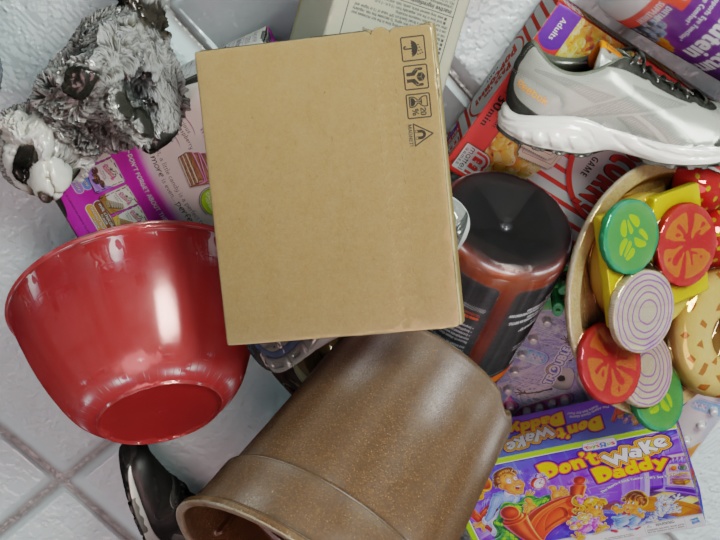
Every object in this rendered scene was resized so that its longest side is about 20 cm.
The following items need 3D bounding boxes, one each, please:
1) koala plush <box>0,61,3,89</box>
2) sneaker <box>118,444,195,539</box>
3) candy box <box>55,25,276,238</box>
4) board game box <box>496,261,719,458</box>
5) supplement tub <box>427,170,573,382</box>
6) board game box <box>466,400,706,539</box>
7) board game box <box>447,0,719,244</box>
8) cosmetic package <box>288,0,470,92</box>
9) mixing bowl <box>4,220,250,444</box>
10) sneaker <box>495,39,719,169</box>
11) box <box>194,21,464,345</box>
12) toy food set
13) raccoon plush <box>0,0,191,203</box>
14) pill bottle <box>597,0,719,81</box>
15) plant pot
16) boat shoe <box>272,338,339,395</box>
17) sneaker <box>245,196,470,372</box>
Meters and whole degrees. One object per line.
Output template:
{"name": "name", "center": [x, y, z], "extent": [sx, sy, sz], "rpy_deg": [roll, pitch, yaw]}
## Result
{"name": "koala plush", "center": [-0.330, -0.201, 0.856], "extent": [0.183, 0.177, 0.201], "rpy_deg": [4, 100, 17]}
{"name": "sneaker", "center": [-0.148, 0.221, 1.132], "extent": [0.087, 0.076, 0.201], "rpy_deg": [-22, 119, -7]}
{"name": "candy box", "center": [-0.130, -0.082, 0.979], "extent": [0.199, 0.061, 0.137], "rpy_deg": [-22, 114, 10]}
{"name": "board game box", "center": [0.217, 0.099, 1.071], "extent": [0.199, 0.026, 0.200], "rpy_deg": [16, 128, -9]}
{"name": "supplement tub", "center": [0.083, 0.024, 0.990], "extent": [0.106, 0.107, 0.200], "rpy_deg": [13, 138, -7]}
{"name": "board game box", "center": [0.181, 0.178, 1.091], "extent": [0.199, 0.045, 0.135], "rpy_deg": [-14, 127, 16]}
{"name": "board game box", "center": [0.185, -0.099, 0.987], "extent": [0.200, 0.046, 0.152], "rpy_deg": [29, 112, -15]}
{"name": "cosmetic package", "center": [0.005, -0.150, 0.904], "extent": [0.105, 0.071, 0.201], "rpy_deg": [14, 98, -25]}
{"name": "mixing bowl", "center": [-0.162, 0.062, 0.970], "extent": [0.199, 0.109, 0.200], "rpy_deg": [-13, 149, -8]}
{"name": "sneaker", "center": [0.201, -0.120, 0.912], "extent": [0.199, 0.074, 0.080], "rpy_deg": [6, 110, -4]}
{"name": "box", "center": [-0.021, -0.055, 0.851], "extent": [0.163, 0.021, 0.201], "rpy_deg": [-5, 96, 10]}
{"name": "toy food set", "center": [0.228, 0.017, 0.944], "extent": [0.197, 0.049, 0.201], "rpy_deg": [-20, 109, -29]}
{"name": "raccoon plush", "center": [-0.192, -0.136, 0.913], "extent": [0.134, 0.200, 0.097], "rpy_deg": [-16, 130, 33]}
{"name": "pill bottle", "center": [0.280, -0.187, 0.910], "extent": [0.199, 0.112, 0.112], "rpy_deg": [26, 113, -13]}
{"name": "plant pot", "center": [0.001, 0.154, 0.940], "extent": [0.200, 0.199, 0.201], "rpy_deg": [26, 150, 16]}
{"name": "boat shoe", "center": [-0.001, 0.127, 1.090], "extent": [0.072, 0.072, 0.200], "rpy_deg": [-21, 127, 42]}
{"name": "sneaker", "center": [0.000, 0.000, 0.922], "extent": [0.200, 0.087, 0.075], "rpy_deg": [-32, 84, 31]}
